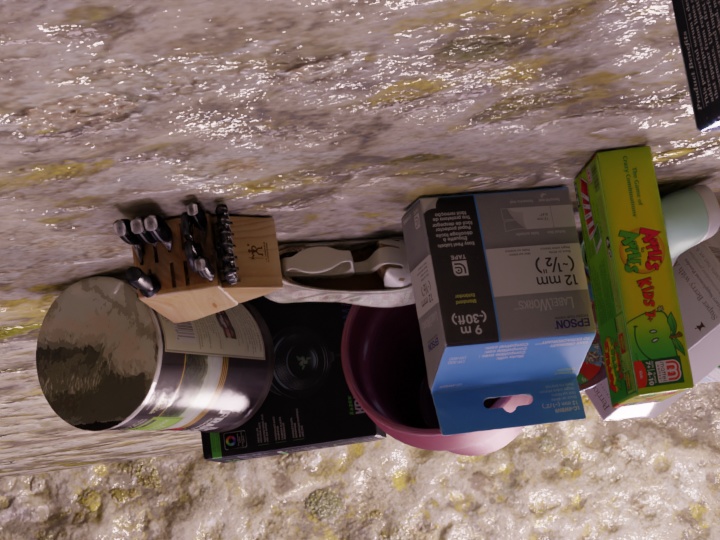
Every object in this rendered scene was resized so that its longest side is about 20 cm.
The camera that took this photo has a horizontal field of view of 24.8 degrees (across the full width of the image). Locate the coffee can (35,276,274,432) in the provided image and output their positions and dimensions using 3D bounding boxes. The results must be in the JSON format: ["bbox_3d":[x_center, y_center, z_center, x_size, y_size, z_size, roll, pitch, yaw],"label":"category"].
[{"bbox_3d":[-0.199,0.086,1.613,0.146,0.147,0.200,-14,168,28],"label":"coffee can"}]

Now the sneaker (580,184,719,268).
[{"bbox_3d":[0.246,-0.022,1.569,0.118,0.074,0.200,-11,162,-21],"label":"sneaker"}]

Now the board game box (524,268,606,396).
[{"bbox_3d":[0.161,0.024,1.519,0.158,0.200,0.039,-13,145,-21],"label":"board game box"}]

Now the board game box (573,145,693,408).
[{"bbox_3d":[0.225,0.008,1.363,0.048,0.200,0.102,-7,170,-5],"label":"board game box"}]

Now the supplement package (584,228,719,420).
[{"bbox_3d":[0.317,0.051,1.699,0.200,0.121,0.120,-45,153,26],"label":"supplement package"}]

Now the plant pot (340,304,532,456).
[{"bbox_3d":[0.098,0.102,1.671,0.200,0.200,0.179,-11,153,14],"label":"plant pot"}]

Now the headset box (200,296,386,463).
[{"bbox_3d":[-0.085,0.107,1.746,0.200,0.175,0.093,-8,171,7],"label":"headset box"}]

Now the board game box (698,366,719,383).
[{"bbox_3d":[0.314,0.102,1.872,0.200,0.040,0.153,-6,166,24],"label":"board game box"}]

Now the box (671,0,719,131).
[{"bbox_3d":[0.258,-0.149,0.791,0.148,0.107,0.200,-6,170,-14],"label":"box"}]

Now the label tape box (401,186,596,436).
[{"bbox_3d":[0.125,0.034,1.426,0.143,0.200,0.066,-5,163,-18],"label":"label tape box"}]

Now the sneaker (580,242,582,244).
[{"bbox_3d":[0.162,0.009,1.727,0.199,0.070,0.093,-14,161,19],"label":"sneaker"}]

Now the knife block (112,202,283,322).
[{"bbox_3d":[-0.162,-0.005,1.372,0.175,0.064,0.200,1,166,-41],"label":"knife block"}]

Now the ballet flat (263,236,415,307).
[{"bbox_3d":[0.000,0.000,1.537,0.200,0.068,0.062,-6,160,-16],"label":"ballet flat"}]
